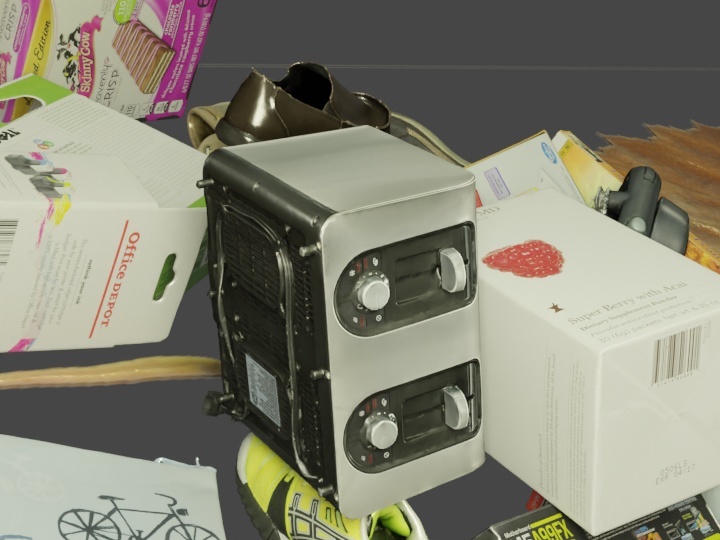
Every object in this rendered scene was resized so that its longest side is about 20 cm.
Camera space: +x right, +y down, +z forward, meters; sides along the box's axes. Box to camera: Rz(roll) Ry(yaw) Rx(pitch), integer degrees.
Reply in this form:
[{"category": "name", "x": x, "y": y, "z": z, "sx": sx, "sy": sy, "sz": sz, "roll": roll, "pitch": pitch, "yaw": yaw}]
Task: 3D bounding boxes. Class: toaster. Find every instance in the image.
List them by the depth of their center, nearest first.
[{"category": "toaster", "x": -0.014, "y": 0.022, "z": 0.954, "sx": 0.118, "sy": 0.182, "sz": 0.200, "roll": -13, "pitch": 22, "yaw": -25}]

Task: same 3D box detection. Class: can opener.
[{"category": "can opener", "x": 0.183, "y": 0.005, "z": 1.152, "sx": 0.078, "sy": 0.064, "sz": 0.201, "roll": 21, "pitch": 50, "yaw": 8}]

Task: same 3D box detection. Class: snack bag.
[{"category": "snack bag", "x": -0.156, "y": 0.159, "z": 0.890, "sx": 0.187, "sy": 0.022, "sz": 0.200, "roll": 12, "pitch": 29, "yaw": -21}]

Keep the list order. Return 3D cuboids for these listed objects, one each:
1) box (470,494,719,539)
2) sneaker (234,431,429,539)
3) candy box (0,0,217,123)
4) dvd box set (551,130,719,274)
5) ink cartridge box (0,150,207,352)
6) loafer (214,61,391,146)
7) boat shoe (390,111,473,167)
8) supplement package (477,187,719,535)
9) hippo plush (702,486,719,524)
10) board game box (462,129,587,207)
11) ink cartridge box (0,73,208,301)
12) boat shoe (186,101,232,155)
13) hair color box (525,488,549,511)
[{"category": "box", "x": 0.162, "y": 0.206, "z": 0.955, "sx": 0.199, "sy": 0.044, "sz": 0.161, "roll": -10, "pitch": 64, "yaw": -47}, {"category": "sneaker", "x": -0.003, "y": 0.149, "z": 0.963, "sx": 0.075, "sy": 0.077, "sz": 0.200, "roll": -5, "pitch": 36, "yaw": -40}, {"category": "candy box", "x": -0.219, "y": -0.192, "z": 1.364, "sx": 0.061, "sy": 0.137, "sz": 0.199, "roll": 37, "pitch": 31, "yaw": 30}, {"category": "dvd box set", "x": 0.189, "y": 0.009, "z": 1.263, "sx": 0.200, "sy": 0.147, "sz": 0.029, "roll": 43, "pitch": 18, "yaw": 20}, {"category": "ink cartridge box", "x": -0.208, "y": -0.012, "z": 1.061, "sx": 0.199, "sy": 0.116, "sz": 0.068, "roll": 0, "pitch": 34, "yaw": -39}, {"category": "loafer", "x": -0.032, "y": -0.128, "z": 1.304, "sx": 0.073, "sy": 0.072, "sz": 0.200, "roll": 32, "pitch": 22, "yaw": 24}, {"category": "boat shoe", "x": 0.046, "y": -0.082, "z": 1.434, "sx": 0.199, "sy": 0.075, "sz": 0.073, "roll": 26, "pitch": 26, "yaw": 9}, {"category": "supplement package", "x": 0.126, "y": 0.046, "z": 0.981, "sx": 0.121, "sy": 0.121, "sz": 0.200, "roll": -16, "pitch": 29, "yaw": -27}, {"category": "hippo plush", "x": 0.310, "y": 0.187, "z": 1.106, "sx": 0.160, "sy": 0.160, "sz": 0.200, "roll": -25, "pitch": 29, "yaw": -17}, {"category": "board game box", "x": 0.101, "y": -0.003, "z": 1.167, "sx": 0.199, "sy": 0.040, "sz": 0.154, "roll": -24, "pitch": 84, "yaw": -44}, {"category": "ink cartridge box", "x": -0.202, "y": -0.060, "z": 1.200, "sx": 0.199, "sy": 0.076, "sz": 0.148, "roll": 26, "pitch": 27, "yaw": 11}, {"category": "boat shoe", "x": -0.103, "y": -0.080, "z": 1.327, "sx": 0.064, "sy": 0.073, "sz": 0.200, "roll": 0, "pitch": 32, "yaw": -15}, {"category": "hair color box", "x": 0.214, "y": 0.120, "z": 1.145, "sx": 0.064, "sy": 0.111, "sz": 0.199, "roll": 38, "pitch": 30, "yaw": 30}]
